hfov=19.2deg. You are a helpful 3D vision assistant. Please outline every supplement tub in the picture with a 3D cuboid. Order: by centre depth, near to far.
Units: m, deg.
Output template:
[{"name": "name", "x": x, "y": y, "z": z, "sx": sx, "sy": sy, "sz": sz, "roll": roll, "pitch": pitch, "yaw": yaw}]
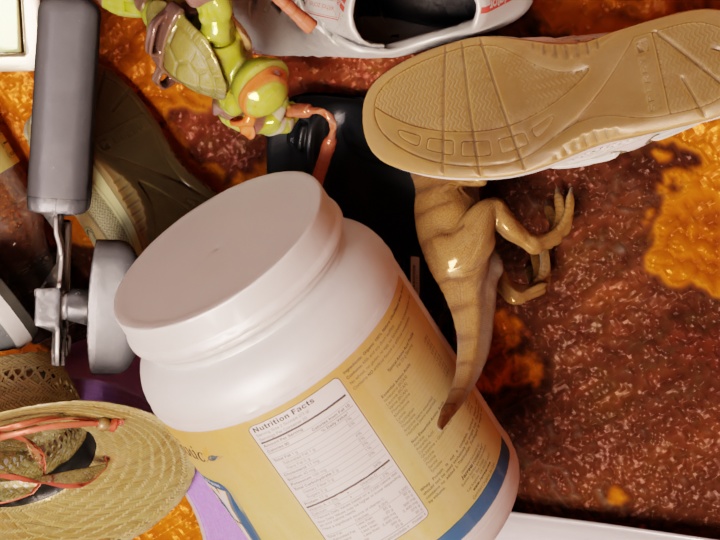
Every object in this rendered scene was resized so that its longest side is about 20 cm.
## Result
[{"name": "supplement tub", "x": -0.022, "y": 0.064, "z": 1.094, "sx": 0.144, "sy": 0.145, "sz": 0.200, "roll": -17, "pitch": 119, "yaw": 31}]

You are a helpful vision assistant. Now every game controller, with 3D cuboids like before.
[{"name": "game controller", "x": 0.000, "y": 0.000, "z": 1.177, "sx": 0.104, "sy": 0.042, "sz": 0.201, "roll": 3, "pitch": 115, "yaw": 9}]

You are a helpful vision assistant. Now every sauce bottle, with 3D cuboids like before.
[{"name": "sauce bottle", "x": -0.228, "y": -0.050, "z": 1.240, "sx": 0.066, "sy": 0.066, "sz": 0.200, "roll": -25, "pitch": 98, "yaw": 32}]

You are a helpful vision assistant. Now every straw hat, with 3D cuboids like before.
[{"name": "straw hat", "x": -0.191, "y": 0.090, "z": 1.188, "sx": 0.201, "sy": 0.201, "sz": 0.085, "roll": -41, "pitch": 54, "yaw": 33}]

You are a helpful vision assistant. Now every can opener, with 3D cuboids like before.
[{"name": "can opener", "x": -0.143, "y": -0.045, "z": 1.139, "sx": 0.067, "sy": 0.053, "sz": 0.201, "roll": 4, "pitch": 95, "yaw": -5}]

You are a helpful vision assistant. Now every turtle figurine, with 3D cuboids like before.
[{"name": "turtle figurine", "x": -0.082, "y": -0.117, "z": 1.066, "sx": 0.161, "sy": 0.064, "sz": 0.200, "roll": 45, "pitch": 168, "yaw": 28}]

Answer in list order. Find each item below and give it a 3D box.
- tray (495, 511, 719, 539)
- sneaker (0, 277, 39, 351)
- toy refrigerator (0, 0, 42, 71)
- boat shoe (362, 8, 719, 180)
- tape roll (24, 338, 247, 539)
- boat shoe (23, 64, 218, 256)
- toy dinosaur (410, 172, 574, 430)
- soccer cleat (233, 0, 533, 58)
[{"name": "tray", "x": 0.137, "y": 0.185, "z": 1.199, "sx": 0.199, "sy": 0.022, "sz": 0.108, "roll": 5, "pitch": 114, "yaw": 24}, {"name": "sneaker", "x": -0.277, "y": 0.036, "z": 1.226, "sx": 0.200, "sy": 0.121, "sz": 0.084, "roll": 15, "pitch": 144, "yaw": 51}, {"name": "toy refrigerator", "x": -0.210, "y": -0.210, "z": 1.141, "sx": 0.076, "sy": 0.070, "sz": 0.201, "roll": -1, "pitch": 115, "yaw": -3}, {"name": "boat shoe", "x": 0.102, "y": -0.081, "z": 1.055, "sx": 0.199, "sy": 0.069, "sz": 0.071, "roll": -6, "pitch": 84, "yaw": 17}, {"name": "tape roll", "x": -0.139, "y": 0.142, "z": 1.286, "sx": 0.199, "sy": 0.066, "sz": 0.201, "roll": 10, "pitch": 116, "yaw": 22}, {"name": "boat shoe", "x": -0.120, "y": -0.021, "z": 1.193, "sx": 0.201, "sy": 0.073, "sz": 0.063, "roll": 52, "pitch": 139, "yaw": 8}, {"name": "toy dinosaur", "x": 0.057, "y": -0.004, "z": 1.096, "sx": 0.060, "sy": 0.106, "sz": 0.201, "roll": 134, "pitch": 130, "yaw": -55}, {"name": "soccer cleat", "x": -0.009, "y": -0.139, "z": 1.082, "sx": 0.199, "sy": 0.085, "sz": 0.069, "roll": 0, "pitch": 113, "yaw": 25}]
